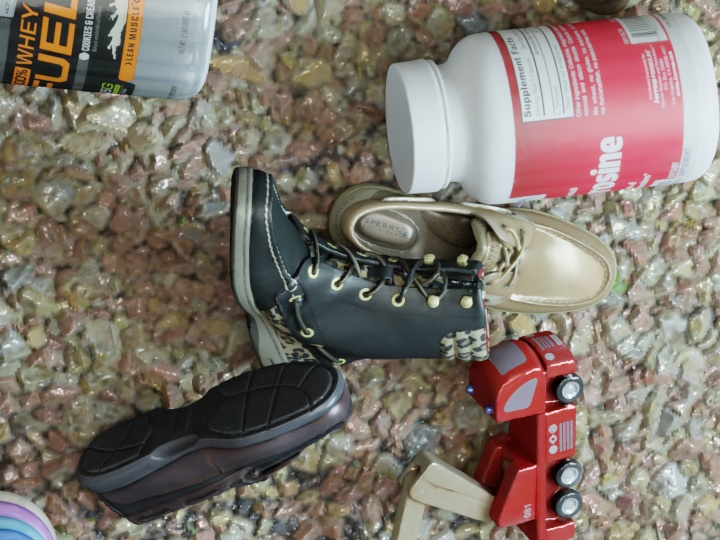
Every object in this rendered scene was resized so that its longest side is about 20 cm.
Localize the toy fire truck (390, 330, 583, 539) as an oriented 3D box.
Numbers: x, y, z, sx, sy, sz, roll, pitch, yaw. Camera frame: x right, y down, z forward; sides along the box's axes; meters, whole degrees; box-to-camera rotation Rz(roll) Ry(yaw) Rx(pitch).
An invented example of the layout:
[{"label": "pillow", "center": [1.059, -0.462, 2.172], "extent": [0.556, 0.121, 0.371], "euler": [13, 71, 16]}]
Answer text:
[{"label": "toy fire truck", "center": [0.075, 0.144, 1.665], "extent": [0.141, 0.049, 0.200], "euler": [-13, 120, -20]}]

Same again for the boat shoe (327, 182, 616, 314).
[{"label": "boat shoe", "center": [0.078, -0.009, 1.654], "extent": [0.200, 0.065, 0.071], "euler": [10, 97, -12]}]

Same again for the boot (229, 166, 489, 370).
[{"label": "boot", "center": [0.000, -0.001, 1.574], "extent": [0.154, 0.204, 0.074], "euler": [-3, 57, 7]}]

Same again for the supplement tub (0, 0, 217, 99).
[{"label": "supplement tub", "center": [-0.192, -0.173, 1.545], "extent": [0.200, 0.123, 0.123], "euler": [5, 98, -10]}]

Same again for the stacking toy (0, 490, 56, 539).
[{"label": "stacking toy", "center": [-0.225, 0.200, 1.560], "extent": [0.085, 0.200, 0.085], "euler": [-2, 99, -10]}]

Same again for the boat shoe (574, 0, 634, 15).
[{"label": "boat shoe", "center": [0.179, -0.267, 1.631], "extent": [0.072, 0.076, 0.200], "euler": [19, 119, 23]}]

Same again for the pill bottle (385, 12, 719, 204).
[{"label": "pill bottle", "center": [0.122, -0.103, 1.623], "extent": [0.200, 0.112, 0.112], "euler": [-7, 100, -9]}]

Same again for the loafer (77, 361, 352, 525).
[{"label": "loafer", "center": [-0.086, 0.114, 1.617], "extent": [0.200, 0.072, 0.063], "euler": [-18, 123, 25]}]
